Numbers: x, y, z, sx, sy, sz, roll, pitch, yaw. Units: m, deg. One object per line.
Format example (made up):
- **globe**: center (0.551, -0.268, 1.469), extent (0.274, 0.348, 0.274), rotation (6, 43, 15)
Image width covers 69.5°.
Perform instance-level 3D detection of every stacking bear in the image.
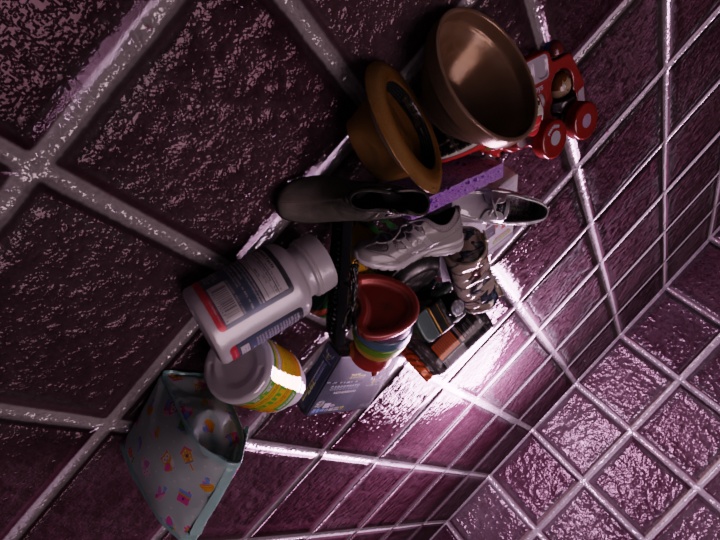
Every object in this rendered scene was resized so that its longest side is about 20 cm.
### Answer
- **stacking bear**: center (0.030, 0.112, 0.916), extent (0.113, 0.122, 0.201), rotation (-2, 144, -11)

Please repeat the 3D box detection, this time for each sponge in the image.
- **sponge**: center (0.122, -0.143, 0.841), extent (0.199, 0.111, 0.030), rotation (-26, 126, -25)

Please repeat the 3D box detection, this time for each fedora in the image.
- **fedora**: center (0.041, -0.184, 0.718), extent (0.081, 0.202, 0.200), rotation (-21, 154, 27)

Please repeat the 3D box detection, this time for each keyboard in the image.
- **keyboard**: center (-0.030, 0.018, 0.790), extent (0.020, 0.127, 0.202), rotation (-2, 103, -22)

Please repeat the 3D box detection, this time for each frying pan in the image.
- **frying pan**: center (0.069, 0.034, 0.935), extent (0.190, 0.031, 0.115), rotation (-41, 155, 21)

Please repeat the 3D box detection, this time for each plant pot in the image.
- **plant pot**: center (0.154, -0.259, 0.746), extent (0.200, 0.203, 0.092), rotation (-14, 174, -36)

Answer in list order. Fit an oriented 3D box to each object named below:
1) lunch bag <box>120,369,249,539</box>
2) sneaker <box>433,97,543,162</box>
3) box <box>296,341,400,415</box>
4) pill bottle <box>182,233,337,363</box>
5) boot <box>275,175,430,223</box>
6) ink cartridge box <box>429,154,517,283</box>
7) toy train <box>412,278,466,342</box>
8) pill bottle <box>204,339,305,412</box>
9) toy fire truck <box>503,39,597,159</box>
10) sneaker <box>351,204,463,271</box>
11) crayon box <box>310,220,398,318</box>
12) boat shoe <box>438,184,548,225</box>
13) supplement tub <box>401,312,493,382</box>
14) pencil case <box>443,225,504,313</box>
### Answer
- **lunch bag**: center (-0.259, 0.279, 0.794), extent (0.121, 0.200, 0.171), rotation (14, 113, -50)
- **sneaker**: center (0.197, -0.209, 0.836), extent (0.198, 0.078, 0.085), rotation (-19, 145, 12)
- **box**: center (-0.024, 0.227, 1.104), extent (0.199, 0.051, 0.158), rotation (10, 116, -48)
- **pill bottle**: center (-0.138, 0.032, 0.747), extent (0.199, 0.120, 0.120), rotation (-30, 141, -21)
- **boot**: center (-0.016, -0.097, 0.688), extent (0.198, 0.131, 0.068), rotation (-1, 96, -6)
- **ink cartridge box**: center (0.198, -0.088, 0.994), extent (0.199, 0.084, 0.176), rotation (-35, 142, -14)
- **toy train**: center (0.113, 0.072, 0.990), extent (0.114, 0.200, 0.086), rotation (-35, 107, -18)
- **pill bottle**: center (-0.160, 0.173, 0.853), extent (0.111, 0.111, 0.200), rotation (-43, 156, -4)
- **toy fire truck**: center (0.321, -0.301, 0.907), extent (0.199, 0.112, 0.169), rotation (-31, 123, -21)
- **sneaker**: center (0.075, -0.060, 0.824), extent (0.198, 0.075, 0.083), rotation (-16, 125, -24)
- **crayon box**: center (0.000, 0.000, 0.911), extent (0.201, 0.051, 0.127), rotation (-54, 143, 9)
- **boat shoe**: center (0.228, -0.106, 0.878), extent (0.198, 0.068, 0.073), rotation (9, 98, -23)
- **supplement tub**: center (0.194, 0.152, 1.187), extent (0.200, 0.123, 0.123), rotation (-41, 144, -5)
- **pencil case**: center (0.206, 0.001, 0.950), extent (0.089, 0.078, 0.200), rotation (-26, 143, 4)
